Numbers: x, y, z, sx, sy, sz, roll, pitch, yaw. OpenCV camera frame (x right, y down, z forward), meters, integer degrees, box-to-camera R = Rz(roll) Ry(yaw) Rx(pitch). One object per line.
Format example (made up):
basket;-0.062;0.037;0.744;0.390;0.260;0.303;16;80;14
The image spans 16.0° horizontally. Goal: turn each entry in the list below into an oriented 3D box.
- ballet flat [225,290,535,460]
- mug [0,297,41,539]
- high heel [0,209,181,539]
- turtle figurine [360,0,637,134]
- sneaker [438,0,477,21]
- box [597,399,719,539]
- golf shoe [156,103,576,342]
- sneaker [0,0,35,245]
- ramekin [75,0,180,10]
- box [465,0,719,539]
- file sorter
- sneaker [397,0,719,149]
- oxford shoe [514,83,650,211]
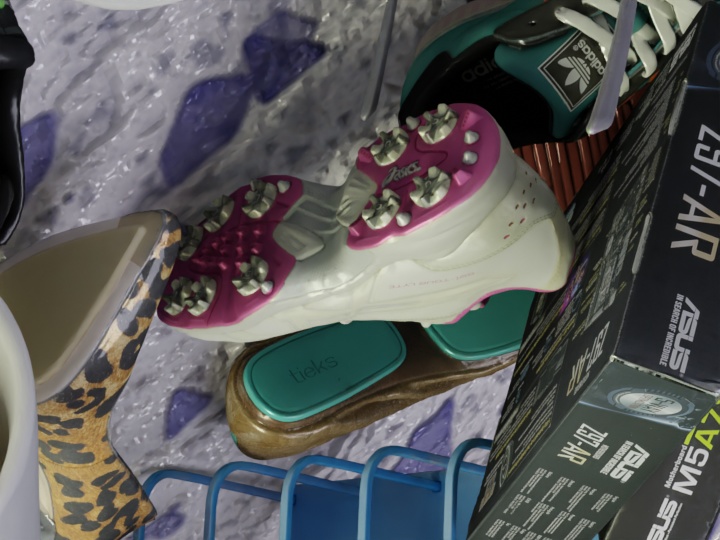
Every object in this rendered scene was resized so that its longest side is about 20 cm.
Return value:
ballet flat;0.020;0.041;1.214;0.200;0.068;0.072;-25;161;-27
mug;-0.188;0.070;0.905;0.149;0.187;0.153;-35;156;-15
high heel;-0.100;0.047;1.069;0.142;0.072;0.200;12;133;-44
turtle figurine;0.072;-0.154;0.997;0.194;0.200;0.144;-31;177;-28
sneaker;0.127;-0.136;1.092;0.200;0.114;0.075;-46;145;1
box;0.150;0.003;1.082;0.047;0.193;0.201;19;108;-6
golf shoe;0.000;0.000;1.049;0.091;0.200;0.076;37;53;-33
sneaker;-0.169;-0.023;0.919;0.077;0.084;0.200;-10;135;-39
ramekin;-0.074;-0.184;0.846;0.200;0.098;0.201;-28;141;-25
box;0.105;0.012;1.010;0.200;0.043;0.161;118;-9;-61
file sorter;0.004;0.151;1.154;0.122;0.199;0.139;18;69;-47
sneaker;0.100;-0.096;1.031;0.200;0.080;0.071;-30;112;28
oxford shoe;0.114;-0.068;1.192;0.199;0.075;0.071;-12;115;-11
